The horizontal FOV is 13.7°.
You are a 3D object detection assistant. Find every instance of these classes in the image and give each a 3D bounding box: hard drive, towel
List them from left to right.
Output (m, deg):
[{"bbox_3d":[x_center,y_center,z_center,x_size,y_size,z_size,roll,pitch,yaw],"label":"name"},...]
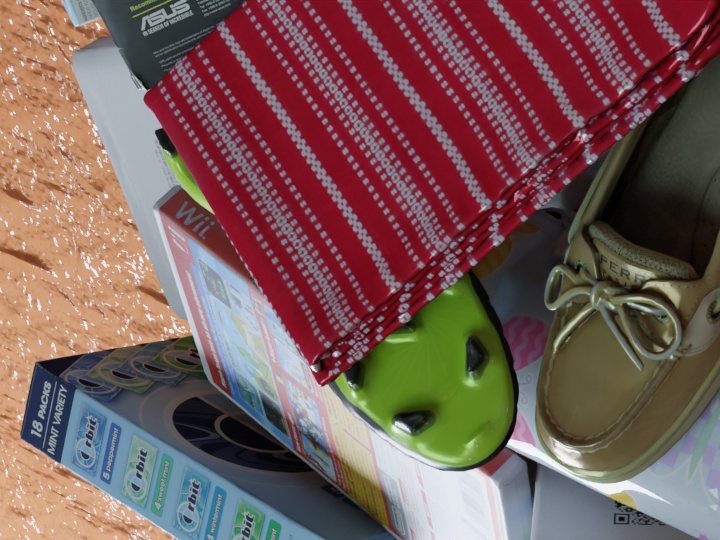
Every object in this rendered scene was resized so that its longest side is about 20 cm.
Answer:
[{"bbox_3d":[-0.039,-0.042,1.258,0.200,0.026,0.132,-1,115,53],"label":"hard drive"},{"bbox_3d":[0.023,-0.074,1.042,0.022,0.200,0.145,22,-148,-56],"label":"towel"}]

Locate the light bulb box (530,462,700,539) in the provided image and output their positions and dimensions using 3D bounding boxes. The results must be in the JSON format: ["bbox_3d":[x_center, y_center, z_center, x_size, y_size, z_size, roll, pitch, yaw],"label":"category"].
[{"bbox_3d":[0.161,0.177,1.122,0.199,0.199,0.125,0,131,9],"label":"light bulb box"}]

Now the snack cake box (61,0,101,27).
[{"bbox_3d":[-0.100,-0.214,1.206,0.067,0.115,0.201,-121,11,-59],"label":"snack cake box"}]

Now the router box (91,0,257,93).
[{"bbox_3d":[-0.028,-0.176,1.096,0.199,0.062,0.150,-23,111,13],"label":"router box"}]

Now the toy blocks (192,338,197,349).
[{"bbox_3d":[-0.017,-0.028,1.343,0.200,0.100,0.137,6,116,52],"label":"toy blocks"}]

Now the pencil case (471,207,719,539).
[{"bbox_3d":[0.119,0.047,1.085,0.200,0.091,0.083,26,180,38],"label":"pencil case"}]

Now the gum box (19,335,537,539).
[{"bbox_3d":[-0.029,0.089,1.393,0.200,0.170,0.045,27,113,36],"label":"gum box"}]

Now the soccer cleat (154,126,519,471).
[{"bbox_3d":[0.000,0.000,1.102,0.200,0.068,0.081,49,-173,31],"label":"soccer cleat"}]

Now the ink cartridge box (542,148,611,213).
[{"bbox_3d":[0.120,-0.010,1.178,0.165,0.075,0.200,49,150,2],"label":"ink cartridge box"}]

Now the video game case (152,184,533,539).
[{"bbox_3d":[-0.003,0.061,1.241,0.200,0.017,0.143,38,159,27],"label":"video game case"}]

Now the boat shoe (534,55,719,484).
[{"bbox_3d":[0.108,-0.024,1.025,0.073,0.201,0.063,33,-175,37],"label":"boat shoe"}]
